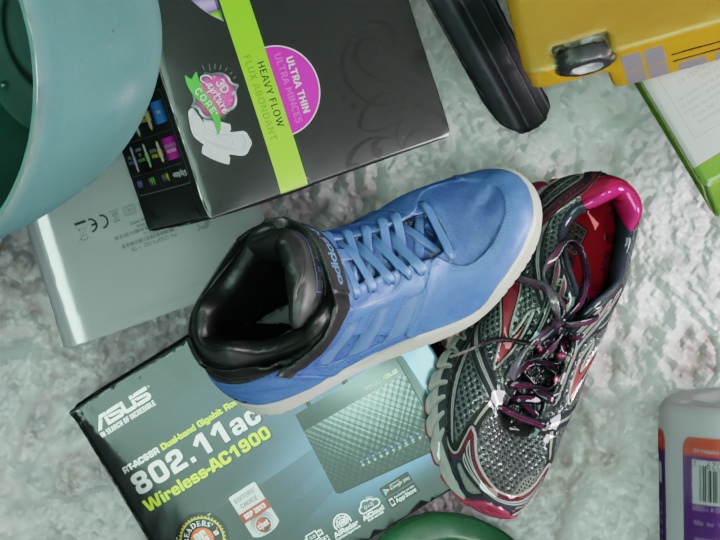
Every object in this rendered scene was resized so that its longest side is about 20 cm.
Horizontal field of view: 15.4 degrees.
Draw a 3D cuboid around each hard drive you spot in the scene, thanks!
[{"bbox_3d":[-0.133,-0.074,1.475,0.131,0.026,0.201,-19,95,-25],"label":"hard drive"}]

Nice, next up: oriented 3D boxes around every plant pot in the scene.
[{"bbox_3d":[-0.191,-0.111,1.300,0.199,0.161,0.202,7,105,28],"label":"plant pot"}]

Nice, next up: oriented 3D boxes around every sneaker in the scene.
[{"bbox_3d":[0.094,0.036,1.443,0.080,0.075,0.201,23,73,-23],"label":"sneaker"},{"bbox_3d":[0.000,0.001,1.393,0.199,0.111,0.077,-29,69,6],"label":"sneaker"}]

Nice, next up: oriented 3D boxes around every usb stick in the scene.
[{"bbox_3d":[0.052,-0.145,1.417,0.033,0.200,0.055,-40,49,-5],"label":"usb stick"}]

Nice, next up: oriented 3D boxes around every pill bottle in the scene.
[{"bbox_3d":[0.220,0.169,1.470,0.110,0.111,0.202,-1,96,2],"label":"pill bottle"}]

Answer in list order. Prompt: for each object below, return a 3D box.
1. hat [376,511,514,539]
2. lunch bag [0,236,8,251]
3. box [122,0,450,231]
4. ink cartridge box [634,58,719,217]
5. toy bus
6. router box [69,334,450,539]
[{"bbox_3d":[0.003,0.251,1.527,0.166,0.176,0.200,47,52,-11],"label":"hat"},{"bbox_3d":[-0.279,0.004,1.440,0.199,0.170,0.125,-24,97,1],"label":"lunch bag"},{"bbox_3d":[-0.065,-0.139,1.423,0.148,0.124,0.201,-20,94,-20],"label":"box"},{"bbox_3d":[0.205,-0.157,1.463,0.147,0.076,0.201,-30,73,4],"label":"ink cartridge box"},{"bbox_3d":[0.178,-0.147,1.386,0.199,0.078,0.066,-15,77,8],"label":"toy bus"},{"bbox_3d":[-0.041,0.088,1.494,0.199,0.062,0.150,-32,92,4],"label":"router box"}]
